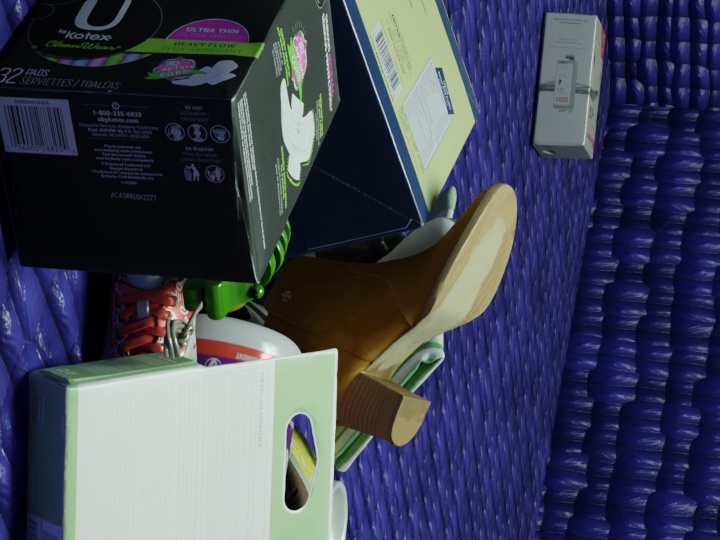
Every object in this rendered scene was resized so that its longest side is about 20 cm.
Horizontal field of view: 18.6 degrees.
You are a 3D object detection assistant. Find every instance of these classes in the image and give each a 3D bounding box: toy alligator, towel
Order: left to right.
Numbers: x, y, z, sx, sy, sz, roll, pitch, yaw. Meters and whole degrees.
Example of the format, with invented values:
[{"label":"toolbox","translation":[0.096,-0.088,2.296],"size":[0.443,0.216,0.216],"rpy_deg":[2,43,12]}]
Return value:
[{"label":"toy alligator","translation":[-0.077,-0.002,1.371],"size":[0.200,0.054,0.060],"rpy_deg":[-76,164,-59]},{"label":"towel","translation":[0.027,0.045,1.696],"size":[0.153,0.023,0.200],"rpy_deg":[-51,-163,34]}]

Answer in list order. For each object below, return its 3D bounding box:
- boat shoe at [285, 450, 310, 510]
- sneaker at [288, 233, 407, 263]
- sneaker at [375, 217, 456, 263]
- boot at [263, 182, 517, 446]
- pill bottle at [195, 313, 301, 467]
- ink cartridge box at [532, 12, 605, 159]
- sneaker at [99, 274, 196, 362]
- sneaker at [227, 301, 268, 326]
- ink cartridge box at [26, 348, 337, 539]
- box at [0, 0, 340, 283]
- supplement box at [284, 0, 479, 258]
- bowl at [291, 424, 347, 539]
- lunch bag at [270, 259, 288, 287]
[{"label":"boat shoe","translation":[-0.065,0.151,1.551],"size":[0.076,0.071,0.201],"rpy_deg":[43,20,-55]},{"label":"sneaker","translation":[0.000,0.000,1.675],"size":[0.200,0.090,0.067],"rpy_deg":[64,23,-73]},{"label":"sneaker","translation":[0.005,0.032,1.585],"size":[0.072,0.200,0.072],"rpy_deg":[6,50,-45]},{"label":"boot","translation":[0.011,0.010,1.520],"size":[0.071,0.144,0.202],"rpy_deg":[27,89,-55]},{"label":"pill bottle","translation":[-0.106,0.137,1.464],"size":[0.113,0.112,0.201],"rpy_deg":[61,36,-69]},{"label":"ink cartridge box","translation":[0.316,-0.276,3.329],"size":[0.146,0.082,0.201],"rpy_deg":[26,69,-77]},{"label":"sneaker","translation":[-0.137,0.016,1.380],"size":[0.108,0.067,0.202],"rpy_deg":[72,23,-60]},{"label":"sneaker","translation":[-0.067,0.056,1.694],"size":[0.200,0.080,0.074],"rpy_deg":[-4,101,-76]},{"label":"ink cartridge box","translation":[-0.107,0.123,1.346],"size":[0.199,0.048,0.146],"rpy_deg":[-7,105,-40]},{"label":"box","translation":[-0.107,-0.103,1.267],"size":[0.200,0.148,0.125],"rpy_deg":[-68,158,-52]},{"label":"supplement box","translation":[-0.024,-0.145,1.541],"size":[0.200,0.134,0.201],"rpy_deg":[-62,136,-60]},{"label":"bowl","translation":[-0.070,0.193,1.669],"size":[0.200,0.107,0.201],"rpy_deg":[5,90,-78]},{"label":"lunch bag","translation":[-0.022,-0.062,1.845],"size":[0.176,0.081,0.201],"rpy_deg":[53,44,-72]}]
